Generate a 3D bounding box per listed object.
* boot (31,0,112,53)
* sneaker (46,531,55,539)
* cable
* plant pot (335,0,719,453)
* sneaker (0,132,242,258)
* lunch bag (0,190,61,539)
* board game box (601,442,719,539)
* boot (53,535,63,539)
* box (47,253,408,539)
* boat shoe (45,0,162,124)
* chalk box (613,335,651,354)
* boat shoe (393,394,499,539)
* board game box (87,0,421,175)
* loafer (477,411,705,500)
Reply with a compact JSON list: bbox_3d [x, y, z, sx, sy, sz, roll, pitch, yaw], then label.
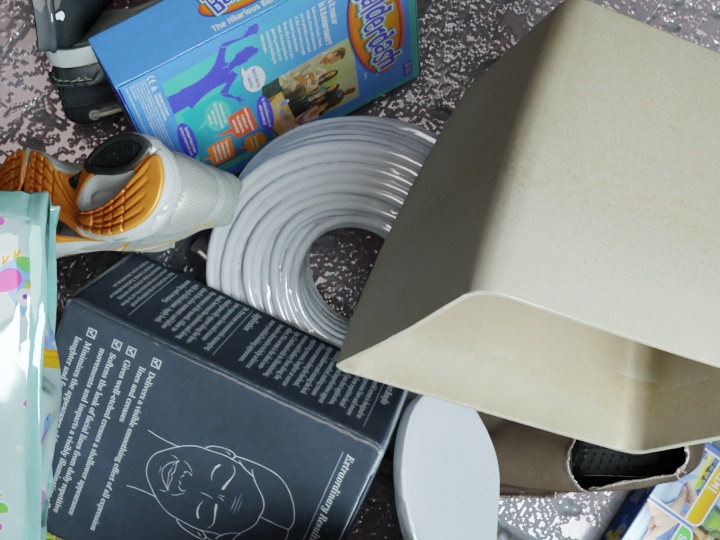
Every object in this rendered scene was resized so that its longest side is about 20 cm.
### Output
[{"bbox_3d":[-0.108,-0.202,0.766,0.200,0.066,0.165,-1,45,-9],"label":"boot"},{"bbox_3d":[-0.197,0.237,0.702,0.081,0.200,0.074,35,40,29],"label":"sneaker"},{"bbox_3d":[0.000,0.000,0.759,0.200,0.069,0.200,-38,96,23],"label":"cable"},{"bbox_3d":[0.125,-0.021,0.625,0.199,0.200,0.177,17,72,-15],"label":"plant pot"},{"bbox_3d":[-0.157,-0.036,0.743,0.092,0.200,0.076,12,81,-46],"label":"sneaker"},{"bbox_3d":[-0.238,0.049,0.594,0.170,0.122,0.200,2,111,-11],"label":"lunch bag"},{"bbox_3d":[0.225,0.230,0.823,0.135,0.034,0.200,36,83,-3],"label":"board game box"},{"bbox_3d":[-0.127,0.228,0.715,0.072,0.155,0.200,-19,92,-34],"label":"boot"},{"bbox_3d":[-0.092,0.105,0.720,0.200,0.107,0.149,25,109,4],"label":"box"},{"bbox_3d":[-0.114,-0.155,0.799,0.200,0.076,0.060,-19,126,-17],"label":"boat shoe"},{"bbox_3d":[0.184,-0.006,0.792,0.200,0.124,0.124,32,83,-5],"label":"chalk box"},{"bbox_3d":[0.051,0.175,0.730,0.068,0.057,0.200,-5,83,-26],"label":"boat shoe"},{"bbox_3d":[-0.057,-0.136,0.756,0.200,0.152,0.045,-29,66,-9],"label":"board game box"},{"bbox_3d":[0.130,0.115,0.788,0.200,0.071,0.073,-8,86,8],"label":"loafer"}]
